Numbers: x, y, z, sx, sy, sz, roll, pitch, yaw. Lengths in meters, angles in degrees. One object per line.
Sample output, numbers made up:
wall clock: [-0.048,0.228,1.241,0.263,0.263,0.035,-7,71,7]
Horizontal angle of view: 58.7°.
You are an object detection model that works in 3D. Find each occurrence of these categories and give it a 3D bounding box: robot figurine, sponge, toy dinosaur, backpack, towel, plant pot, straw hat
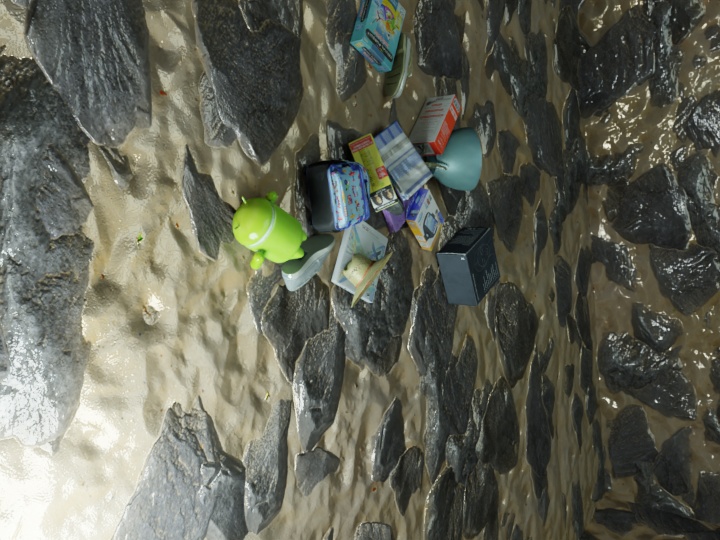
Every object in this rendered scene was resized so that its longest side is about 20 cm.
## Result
robot figurine: [-0.212,-0.093,1.482,0.199,0.114,0.179,31,63,-47]
sponge: [0.130,-0.222,1.973,0.201,0.029,0.113,-50,128,-36]
toy dinosaur: [0.166,-0.338,1.962,0.196,0.047,0.090,-10,91,-15]
backpack: [-0.041,-0.204,1.680,0.199,0.132,0.187,-22,110,-51]
towel: [0.117,-0.319,1.847,0.147,0.024,0.202,-40,100,-33]
plant pot: [0.290,-0.358,2.066,0.132,0.200,0.205,-4,97,-14]
straw hat: [0.000,0.000,1.739,0.084,0.202,0.202,36,54,4]

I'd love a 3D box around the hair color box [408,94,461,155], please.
hair color box: [0.234,-0.458,2.024,0.064,0.109,0.203,47,58,-42]

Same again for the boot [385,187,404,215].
boot: [0.100,-0.289,1.883,0.164,0.065,0.202,42,57,-25]

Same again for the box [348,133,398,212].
box: [0.037,-0.270,1.769,0.050,0.074,0.204,-63,132,-82]

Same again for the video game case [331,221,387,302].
video game case: [0.002,-0.033,1.829,0.181,0.022,0.204,31,69,-48]

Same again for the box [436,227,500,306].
box: [0.378,-0.016,2.222,0.196,0.122,0.204,-41,123,-43]

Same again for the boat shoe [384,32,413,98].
boat shoe: [0.124,-0.602,1.906,0.068,0.074,0.205,21,75,-44]

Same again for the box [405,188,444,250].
box: [0.204,-0.166,2.028,0.121,0.041,0.200,-65,149,-19]

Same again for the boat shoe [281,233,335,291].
boat shoe: [-0.132,-0.021,1.638,0.201,0.069,0.073,-46,145,-41]

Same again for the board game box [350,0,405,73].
board game box: [0.054,-0.700,1.833,0.150,0.046,0.204,29,70,-48]
